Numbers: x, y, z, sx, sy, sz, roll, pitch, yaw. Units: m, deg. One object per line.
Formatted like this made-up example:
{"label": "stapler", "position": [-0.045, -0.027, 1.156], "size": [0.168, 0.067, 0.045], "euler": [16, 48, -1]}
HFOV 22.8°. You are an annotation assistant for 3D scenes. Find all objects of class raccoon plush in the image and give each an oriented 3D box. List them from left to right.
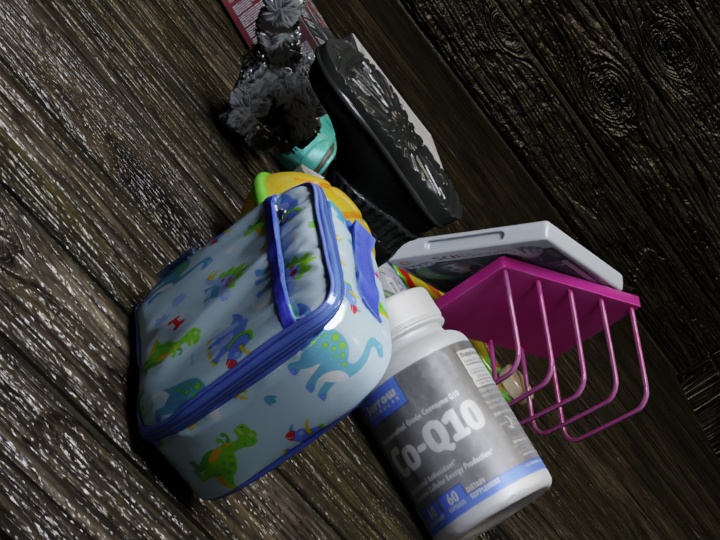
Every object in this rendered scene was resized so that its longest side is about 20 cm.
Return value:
{"label": "raccoon plush", "position": [-0.071, -0.201, 1.714], "size": [0.096, 0.201, 0.134], "euler": [18, 21, -12]}

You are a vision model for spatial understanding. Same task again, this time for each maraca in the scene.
{"label": "maraca", "position": [-0.038, -0.001, 1.438], "size": [0.137, 0.107, 0.201], "euler": [42, 18, -43]}

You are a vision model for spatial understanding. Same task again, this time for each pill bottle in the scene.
{"label": "pill bottle", "position": [0.065, 0.122, 1.508], "size": [0.201, 0.113, 0.114], "euler": [59, 12, 14]}

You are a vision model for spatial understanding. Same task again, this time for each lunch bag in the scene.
{"label": "lunch bag", "position": [-0.060, 0.036, 1.106], "size": [0.083, 0.160, 0.200], "euler": [51, 13, -24]}

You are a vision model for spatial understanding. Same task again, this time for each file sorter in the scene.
{"label": "file sorter", "position": [0.182, 0.090, 1.843], "size": [0.199, 0.139, 0.126], "euler": [15, 55, -36]}

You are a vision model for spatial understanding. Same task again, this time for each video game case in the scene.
{"label": "video game case", "position": [0.151, -0.002, 1.845], "size": [0.200, 0.181, 0.024], "euler": [28, 60, -56]}

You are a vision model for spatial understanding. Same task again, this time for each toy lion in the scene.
{"label": "toy lion", "position": [0.088, 0.055, 1.953], "size": [0.191, 0.069, 0.201], "euler": [37, 22, -41]}

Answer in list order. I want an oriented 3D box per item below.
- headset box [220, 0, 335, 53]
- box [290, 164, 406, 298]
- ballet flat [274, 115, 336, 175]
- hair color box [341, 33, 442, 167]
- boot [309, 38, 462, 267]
{"label": "headset box", "position": [-0.081, -0.272, 2.094], "size": [0.201, 0.075, 0.149], "euler": [59, 11, 13]}
{"label": "box", "position": [0.000, 0.000, 1.766], "size": [0.201, 0.041, 0.156], "euler": [61, 11, 16]}
{"label": "ballet flat", "position": [-0.055, -0.143, 1.883], "size": [0.070, 0.067, 0.200], "euler": [41, 11, -4]}
{"label": "hair color box", "position": [0.028, -0.212, 2.417], "size": [0.200, 0.065, 0.110], "euler": [52, 13, -30]}
{"label": "boot", "position": [-0.024, -0.088, 1.615], "size": [0.212, 0.157, 0.080], "euler": [56, 22, -15]}
